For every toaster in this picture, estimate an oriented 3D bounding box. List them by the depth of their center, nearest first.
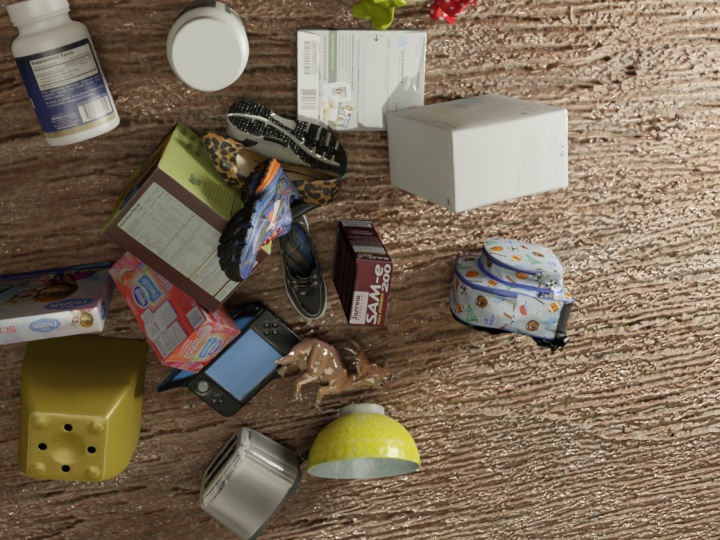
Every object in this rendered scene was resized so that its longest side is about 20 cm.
[{"bbox_3d":[-0.193,0.366,1.563,0.129,0.114,0.200,35,104,-17],"label":"toaster"}]

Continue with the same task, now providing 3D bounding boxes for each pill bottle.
[{"bbox_3d":[-0.215,-0.316,1.254,0.113,0.200,0.114,-3,111,-7],"label":"pill bottle"},{"bbox_3d":[-0.431,-0.290,1.279,0.111,0.111,0.201,-16,112,-3],"label":"pill bottle"}]

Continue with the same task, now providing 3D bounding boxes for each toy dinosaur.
[{"bbox_3d":[-0.056,0.157,1.510,0.200,0.086,0.136,32,102,-28],"label":"toy dinosaur"}]

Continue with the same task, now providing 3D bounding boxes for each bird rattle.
[{"bbox_3d":[0.079,-0.442,1.312,0.199,0.113,0.164,-12,96,-7],"label":"bird rattle"}]

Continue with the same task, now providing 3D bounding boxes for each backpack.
[{"bbox_3d":[0.243,0.033,1.471,0.189,0.200,0.155,1,106,-2],"label":"backpack"}]

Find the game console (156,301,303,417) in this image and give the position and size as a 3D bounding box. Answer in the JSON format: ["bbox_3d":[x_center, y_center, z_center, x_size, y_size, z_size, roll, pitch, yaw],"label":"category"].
[{"bbox_3d":[-0.210,0.158,1.476,0.200,0.118,0.171,-43,113,9],"label":"game console"}]

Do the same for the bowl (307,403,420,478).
[{"bbox_3d":[0.005,0.294,1.556,0.199,0.200,0.108,2,67,-10],"label":"bowl"}]

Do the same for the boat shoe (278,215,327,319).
[{"bbox_3d":[-0.094,-0.004,1.463,0.070,0.066,0.201,-10,111,-5],"label":"boat shoe"}]

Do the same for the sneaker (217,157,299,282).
[{"bbox_3d":[-0.132,-0.065,1.224,0.078,0.201,0.075,37,143,-25],"label":"sneaker"}]

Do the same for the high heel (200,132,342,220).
[{"bbox_3d":[-0.126,-0.158,1.303,0.200,0.072,0.142,40,137,-25],"label":"high heel"}]

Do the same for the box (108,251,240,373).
[{"bbox_3d":[-0.289,0.048,1.376,0.103,0.200,0.095,-43,151,8],"label":"box"}]

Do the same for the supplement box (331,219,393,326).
[{"bbox_3d":[0.000,0.000,1.407,0.061,0.200,0.109,3,110,-10],"label":"supplement box"}]

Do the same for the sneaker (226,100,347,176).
[{"bbox_3d":[-0.114,-0.192,1.369,0.199,0.080,0.074,26,61,-6],"label":"sneaker"}]

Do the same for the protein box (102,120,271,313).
[{"bbox_3d":[-0.247,-0.083,1.331,0.200,0.199,0.135,39,110,-20],"label":"protein box"}]

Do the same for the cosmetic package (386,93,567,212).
[{"bbox_3d":[0.171,-0.183,1.339,0.199,0.199,0.124,-16,113,-22],"label":"cosmetic package"}]

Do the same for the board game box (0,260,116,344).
[{"bbox_3d":[-0.482,0.048,1.351,0.199,0.200,0.041,-8,111,-6],"label":"board game box"}]

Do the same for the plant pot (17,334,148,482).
[{"bbox_3d":[-0.453,0.232,1.425,0.193,0.200,0.196,6,109,-11],"label":"plant pot"}]

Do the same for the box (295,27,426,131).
[{"bbox_3d":[-0.001,-0.295,1.382,0.199,0.041,0.157,-2,112,-7],"label":"box"}]
